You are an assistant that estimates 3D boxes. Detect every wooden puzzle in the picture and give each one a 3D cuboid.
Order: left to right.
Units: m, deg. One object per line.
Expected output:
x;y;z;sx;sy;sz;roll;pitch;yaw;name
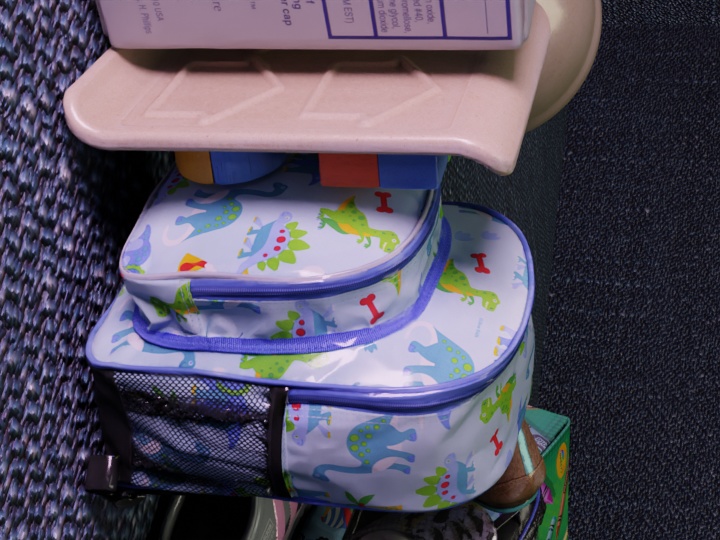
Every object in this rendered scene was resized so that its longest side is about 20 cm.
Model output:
-0.016;-0.087;0.661;0.186;0.197;0.047;-66;160;-57;wooden puzzle

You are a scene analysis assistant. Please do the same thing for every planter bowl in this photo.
0.088;-0.213;1.115;0.135;0.198;0.203;14;80;-74;planter bowl

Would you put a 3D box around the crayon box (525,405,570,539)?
0.058;0.146;1.042;0.058;0.198;0.120;-37;132;-46;crayon box

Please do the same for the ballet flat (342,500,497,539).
-0.015;0.189;0.780;0.072;0.199;0.072;55;15;-22;ballet flat

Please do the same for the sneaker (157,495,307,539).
-0.065;0.113;0.782;0.201;0.069;0.083;-76;166;-46;sneaker

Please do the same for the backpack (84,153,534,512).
-0.016;0.021;0.666;0.184;0.197;0.148;-69;163;-52;backpack

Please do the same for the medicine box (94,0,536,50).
-0.012;-0.196;0.646;0.104;0.197;0.183;81;18;-44;medicine box

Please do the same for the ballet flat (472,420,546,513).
0.028;0.078;0.836;0.067;0.199;0.073;-26;121;-33;ballet flat

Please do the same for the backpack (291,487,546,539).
0.009;0.198;0.913;0.135;0.181;0.201;104;13;-48;backpack
